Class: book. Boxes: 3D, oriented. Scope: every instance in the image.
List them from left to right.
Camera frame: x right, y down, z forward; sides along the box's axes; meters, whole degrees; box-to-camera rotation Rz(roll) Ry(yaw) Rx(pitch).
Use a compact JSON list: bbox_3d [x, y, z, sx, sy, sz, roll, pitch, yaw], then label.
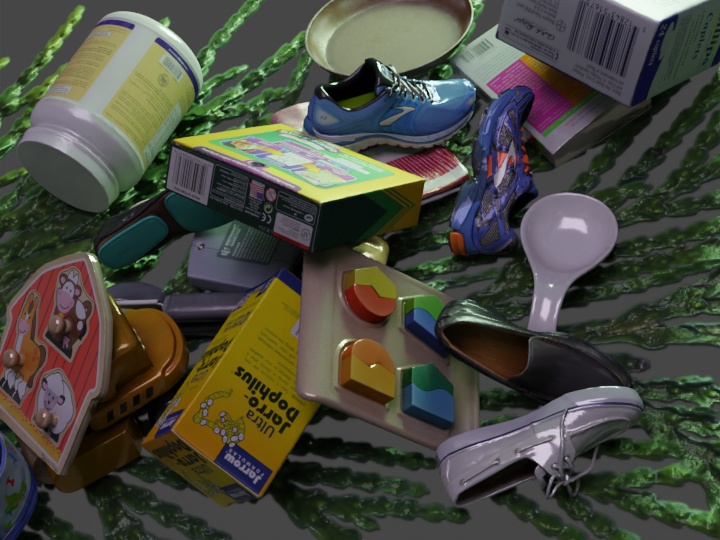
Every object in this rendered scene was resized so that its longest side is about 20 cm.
[{"bbox_3d":[0.208,-0.214,1.734,0.133,0.048,0.200,-35,52,-7],"label":"book"}]

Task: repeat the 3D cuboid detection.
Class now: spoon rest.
[{"bbox_3d":[0.200,0.001,1.566,0.099,0.061,0.200,9,59,13],"label":"spoon rest"}]

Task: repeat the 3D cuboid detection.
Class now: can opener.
[{"bbox_3d":[-0.186,0.033,1.662,0.199,0.053,0.067,-3,55,13],"label":"can opener"}]

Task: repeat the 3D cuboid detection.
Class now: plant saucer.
[{"bbox_3d":[0.035,-0.276,1.820,0.200,0.032,0.200,-8,43,7],"label":"plant saucer"}]

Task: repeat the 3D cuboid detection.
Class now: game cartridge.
[{"bbox_3d":[-0.108,-0.057,1.717,0.133,0.041,0.200,12,59,20],"label":"game cartridge"}]

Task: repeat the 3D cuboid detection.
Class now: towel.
[{"bbox_3d":[0.010,-0.134,1.718,0.144,0.023,0.200,-22,49,-25],"label":"towel"}]

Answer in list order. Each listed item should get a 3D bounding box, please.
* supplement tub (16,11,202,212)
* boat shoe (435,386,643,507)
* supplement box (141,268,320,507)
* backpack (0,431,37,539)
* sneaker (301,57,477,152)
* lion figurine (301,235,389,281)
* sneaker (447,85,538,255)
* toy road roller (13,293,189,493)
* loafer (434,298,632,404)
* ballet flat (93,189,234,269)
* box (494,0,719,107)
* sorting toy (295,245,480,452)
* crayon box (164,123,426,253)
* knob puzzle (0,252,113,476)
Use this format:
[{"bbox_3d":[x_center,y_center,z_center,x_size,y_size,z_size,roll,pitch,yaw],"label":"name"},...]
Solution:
[{"bbox_3d":[-0.288,-0.181,1.791,0.145,0.146,0.200,18,61,27],"label":"supplement tub"},{"bbox_3d":[0.171,0.175,1.441,0.201,0.075,0.086,-18,51,6],"label":"boat shoe"},{"bbox_3d":[-0.104,0.115,1.516,0.109,0.109,0.200,38,65,-11],"label":"supplement box"},{"bbox_3d":[-0.422,0.220,1.535,0.200,0.147,0.183,21,62,32],"label":"backpack"},{"bbox_3d":[0.037,-0.183,1.691,0.200,0.089,0.079,-12,46,-19],"label":"sneaker"},{"bbox_3d":[0.000,0.000,1.618,0.122,0.073,0.200,20,46,-15],"label":"lion figurine"},{"bbox_3d":[0.154,-0.101,1.650,0.078,0.075,0.200,14,76,12],"label":"sneaker"},{"bbox_3d":[-0.268,0.112,1.569,0.200,0.146,0.123,-31,52,-7],"label":"toy road roller"},{"bbox_3d":[0.161,0.090,1.481,0.200,0.072,0.073,19,101,9],"label":"loafer"},{"bbox_3d":[-0.206,-0.069,1.701,0.200,0.068,0.068,-22,38,16],"label":"ballet flat"},{"bbox_3d":[0.279,-0.278,1.663,0.184,0.105,0.200,33,39,28],"label":"box"},{"bbox_3d":[0.034,0.072,1.507,0.036,0.200,0.185,-41,36,44],"label":"sorting toy"},{"bbox_3d":[-0.065,-0.087,1.575,0.200,0.058,0.172,24,23,32],"label":"crayon box"},{"bbox_3d":[-0.307,0.073,1.533,0.219,0.030,0.220,-13,71,44],"label":"knob puzzle"}]
